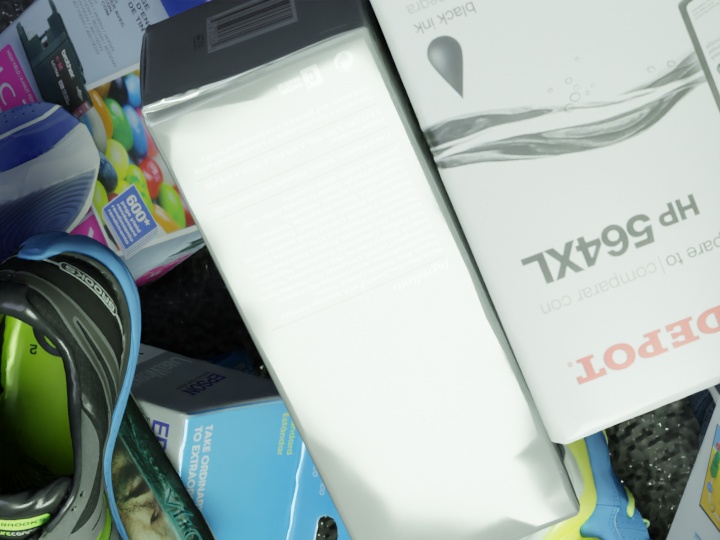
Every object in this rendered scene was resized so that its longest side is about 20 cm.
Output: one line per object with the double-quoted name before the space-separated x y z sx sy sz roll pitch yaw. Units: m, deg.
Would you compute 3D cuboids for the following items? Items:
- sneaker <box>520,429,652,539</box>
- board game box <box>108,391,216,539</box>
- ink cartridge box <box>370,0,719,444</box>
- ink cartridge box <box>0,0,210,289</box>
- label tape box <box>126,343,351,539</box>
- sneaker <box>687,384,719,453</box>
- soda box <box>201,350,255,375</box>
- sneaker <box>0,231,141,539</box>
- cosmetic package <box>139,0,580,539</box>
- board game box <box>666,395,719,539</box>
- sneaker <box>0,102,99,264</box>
"sneaker" 0.097 0.134 0.951 0.076 0.105 0.200 -39 42 57
"board game box" -0.156 0.113 0.953 0.200 0.028 0.135 -33 85 25
"ink cartridge box" 0.094 -0.063 0.816 0.146 0.084 0.200 -22 99 7
"ink cartridge box" -0.074 -0.075 0.963 0.200 0.042 0.119 -31 85 48
"label tape box" -0.096 0.106 0.976 0.200 0.066 0.143 16 107 23
"sneaker" 0.162 0.105 0.922 0.079 0.078 0.200 -35 89 22
"soda box" -0.056 0.141 1.040 0.068 0.064 0.200 -16 97 27
"sneaker" -0.118 0.087 0.869 0.071 0.083 0.200 6 104 22
"cosmetic package" 0.000 0.000 0.860 0.090 0.107 0.200 -21 111 3
"board game box" 0.142 0.092 0.741 0.040 0.153 0.200 8 120 -14
"sneaker" -0.192 -0.038 1.024 0.199 0.081 0.115 -37 77 55
